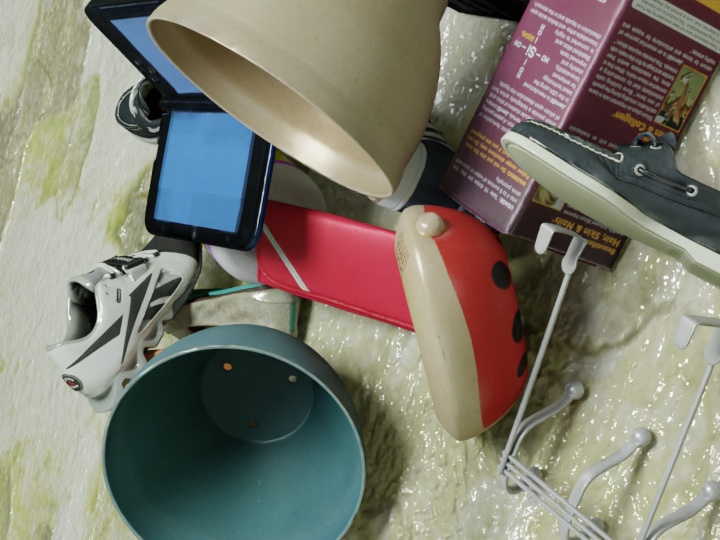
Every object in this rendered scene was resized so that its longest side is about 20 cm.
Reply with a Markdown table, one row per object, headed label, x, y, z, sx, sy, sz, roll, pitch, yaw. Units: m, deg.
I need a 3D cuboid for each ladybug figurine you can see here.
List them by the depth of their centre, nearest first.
| label | x | y | z | sx | sy | sz | roll | pitch | yaw |
| --- | --- | --- | --- | --- | --- | --- | --- | --- | --- |
| ladybug figurine | 0.071 | 0.032 | 1.019 | 0.072 | 0.200 | 0.136 | -14 | 49 | 2 |

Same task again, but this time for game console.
| label | x | y | z | sx | sy | sz | roll | pitch | yaw |
| --- | --- | --- | --- | --- | --- | --- | --- | --- | --- |
| game console | -0.150 | -0.120 | 1.170 | 0.119 | 0.171 | 0.200 | -54 | 30 | -17 |

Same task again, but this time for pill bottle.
| label | x | y | z | sx | sy | sz | roll | pitch | yaw |
| --- | --- | --- | --- | --- | --- | --- | --- | --- | --- |
| pill bottle | -0.111 | -0.071 | 1.291 | 0.200 | 0.104 | 0.105 | 42 | 110 | 56 |

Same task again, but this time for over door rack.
| label | x | y | z | sx | sy | sz | roll | pitch | yaw |
| --- | --- | --- | --- | --- | --- | --- | --- | --- | --- |
| over door rack | 0.164 | 0.087 | 0.948 | 0.148 | 0.066 | 0.201 | 37 | 127 | 48 |

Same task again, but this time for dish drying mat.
| label | x | y | z | sx | sy | sz | roll | pitch | yaw |
| --- | --- | --- | --- | --- | --- | --- | --- | --- | --- |
| dish drying mat | 0.000 | 0.000 | 1.149 | 0.199 | 0.018 | 0.077 | 17 | 115 | 32 |

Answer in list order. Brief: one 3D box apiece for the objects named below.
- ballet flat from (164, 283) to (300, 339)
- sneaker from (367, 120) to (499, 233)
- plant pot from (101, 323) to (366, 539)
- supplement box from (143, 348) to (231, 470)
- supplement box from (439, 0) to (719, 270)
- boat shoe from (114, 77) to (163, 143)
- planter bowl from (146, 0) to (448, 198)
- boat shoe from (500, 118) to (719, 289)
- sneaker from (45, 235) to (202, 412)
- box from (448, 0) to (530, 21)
| label | x | y | z | sx | sy | sz | roll | pitch | yaw |
| --- | --- | --- | --- | --- | --- | --- | --- | --- | --- |
| ballet flat | -0.127 | 0.045 | 1.315 | 0.200 | 0.067 | 0.063 | -7 | 92 | 49 |
| sneaker | 0.060 | -0.074 | 1.143 | 0.070 | 0.108 | 0.200 | -63 | 11 | 17 |
| plant pot | -0.090 | 0.122 | 1.173 | 0.200 | 0.200 | 0.135 | -55 | 9 | 21 |
| supplement box | -0.145 | 0.167 | 1.271 | 0.066 | 0.069 | 0.201 | -6 | 81 | 48 |
| supplement box | 0.154 | -0.115 | 1.003 | 0.086 | 0.110 | 0.201 | 40 | 109 | 48 |
| boat shoe | -0.189 | -0.169 | 1.453 | 0.199 | 0.060 | 0.076 | -6 | 74 | 48 |
| planter bowl | -0.024 | -0.160 | 1.003 | 0.200 | 0.200 | 0.135 | 24 | 77 | 50 |
| boat shoe | 0.185 | -0.051 | 0.918 | 0.199 | 0.075 | 0.066 | 30 | 85 | 8 |
| sneaker | -0.203 | 0.016 | 1.282 | 0.074 | 0.089 | 0.201 | -18 | 37 | 40 |
| box | 0.062 | -0.248 | 1.081 | 0.141 | 0.199 | 0.079 | 26 | 95 | 49 |
